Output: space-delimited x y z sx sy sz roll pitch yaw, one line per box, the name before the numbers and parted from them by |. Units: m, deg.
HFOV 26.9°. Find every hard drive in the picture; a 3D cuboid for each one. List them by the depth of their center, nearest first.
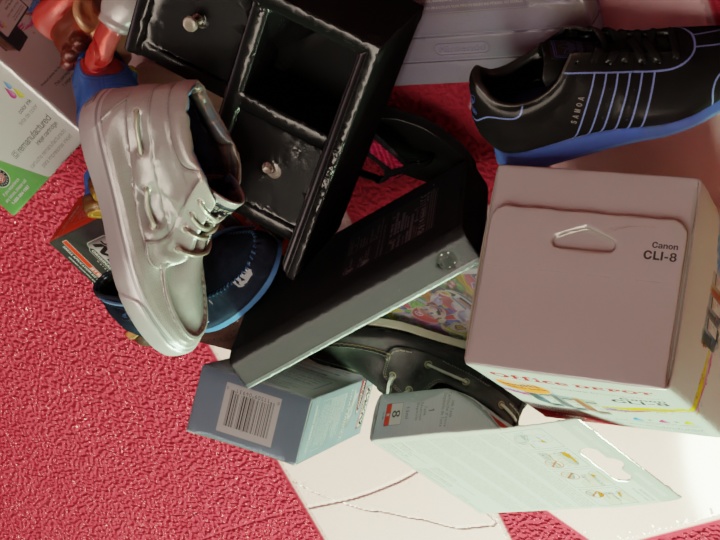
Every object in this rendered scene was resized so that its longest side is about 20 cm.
hard drive | 0.000 0.000 1.108 0.200 0.140 0.033 -29 109 18

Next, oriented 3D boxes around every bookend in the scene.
bookend | -0.087 -0.134 1.080 0.200 0.092 0.199 28 124 8

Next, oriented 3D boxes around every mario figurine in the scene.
mario figurine | -0.179 -0.147 1.151 0.123 0.106 0.201 -20 75 35

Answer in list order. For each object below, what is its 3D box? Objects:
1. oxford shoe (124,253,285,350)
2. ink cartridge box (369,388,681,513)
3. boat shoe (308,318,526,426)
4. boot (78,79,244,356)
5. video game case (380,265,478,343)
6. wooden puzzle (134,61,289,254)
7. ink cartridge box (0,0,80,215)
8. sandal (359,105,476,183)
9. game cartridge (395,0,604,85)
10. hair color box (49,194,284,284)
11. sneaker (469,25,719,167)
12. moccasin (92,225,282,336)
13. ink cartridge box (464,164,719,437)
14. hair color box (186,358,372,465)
oxford shoe | -0.120 0.046 1.274 0.200 0.071 0.073 -14 112 40
ink cartridge box | 0.132 0.140 1.198 0.200 0.050 0.162 -14 143 38
boat shoe | 0.044 0.088 1.270 0.199 0.068 0.072 15 152 8
boot | -0.124 -0.034 1.051 0.095 0.074 0.201 -6 112 28
video game case | 0.044 0.036 1.267 0.199 0.018 0.143 -1 145 29
wooden puzzle | -0.123 -0.060 1.273 0.185 0.046 0.200 23 136 8
ink cartridge box | -0.315 -0.165 1.250 0.200 0.084 0.145 42 135 -12
sandal | -0.009 -0.102 1.153 0.199 0.045 0.075 23 152 -5
game cartridge | 0.068 -0.194 1.061 0.199 0.038 0.130 1 126 27
hair color box | -0.155 -0.036 1.237 0.200 0.061 0.102 -22 121 43
sneaker | 0.169 -0.130 1.001 0.199 0.070 0.078 -20 132 13
moccasin | -0.142 0.012 1.167 0.068 0.081 0.200 34 141 -29
ink cartridge box | 0.178 0.025 1.060 0.145 0.145 0.200 5 167 25
hair color box | -0.063 0.112 1.296 0.099 0.200 0.061 16 96 14
